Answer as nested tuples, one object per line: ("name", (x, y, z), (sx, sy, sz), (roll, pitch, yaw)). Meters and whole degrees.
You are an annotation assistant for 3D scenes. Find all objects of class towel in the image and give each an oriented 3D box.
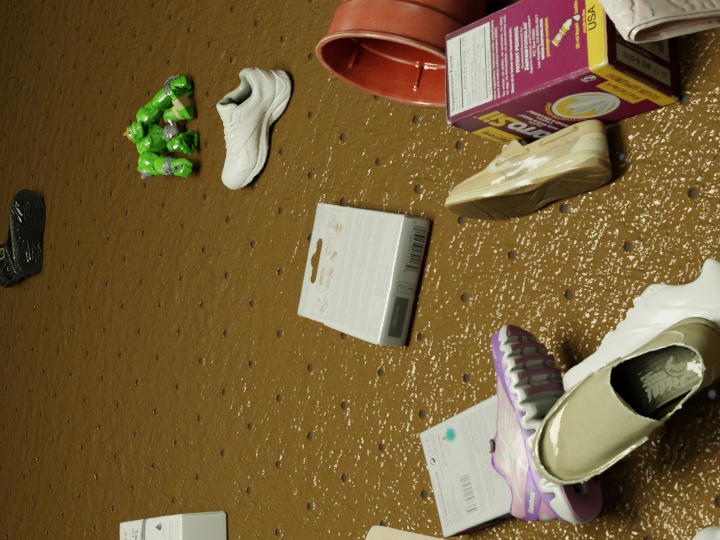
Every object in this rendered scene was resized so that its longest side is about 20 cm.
("towel", (0.274, -0.287, 0.810), (0.032, 0.189, 0.201), (103, 151, -53))

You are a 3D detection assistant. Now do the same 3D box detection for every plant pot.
("plant pot", (0.068, -0.322, 1.061), (0.200, 0.200, 0.197), (7, 80, 50))

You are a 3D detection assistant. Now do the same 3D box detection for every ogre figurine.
("ogre figurine", (-0.349, -0.242, 1.606), (0.119, 0.098, 0.202), (-21, 81, 27))

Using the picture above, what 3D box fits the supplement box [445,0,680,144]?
("supplement box", (0.199, -0.206, 0.915), (0.199, 0.130, 0.104), (-13, 73, 49))

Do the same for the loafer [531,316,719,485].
("loafer", (0.218, 0.110, 0.760), (0.200, 0.068, 0.076), (-46, 69, 20))

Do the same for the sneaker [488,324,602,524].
("sneaker", (0.157, 0.154, 0.877), (0.088, 0.080, 0.202), (-35, 60, 41))

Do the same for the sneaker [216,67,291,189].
("sneaker", (-0.188, -0.225, 1.400), (0.078, 0.099, 0.202), (37, 110, 47))

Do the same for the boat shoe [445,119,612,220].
("boat shoe", (0.178, -0.105, 0.973), (0.199, 0.071, 0.065), (-15, 65, 39))

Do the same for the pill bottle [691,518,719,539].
("pill bottle", (0.294, 0.280, 0.717), (0.114, 0.113, 0.201), (44, 115, 45))

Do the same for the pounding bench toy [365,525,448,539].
("pounding bench toy", (0.034, 0.315, 0.808), (0.199, 0.156, 0.125), (-1, 50, 38))

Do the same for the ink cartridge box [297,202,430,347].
("ink cartridge box", (0.000, 0.000, 1.182), (0.199, 0.057, 0.164), (15, 94, 59))

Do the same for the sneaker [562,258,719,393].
("sneaker", (0.271, 0.064, 0.832), (0.199, 0.074, 0.088), (-33, 51, 31))

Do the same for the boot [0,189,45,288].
("boot", (-0.813, -0.073, 2.127), (0.157, 0.079, 0.214), (-15, 72, 47))

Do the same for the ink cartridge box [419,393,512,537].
("ink cartridge box", (0.152, 0.196, 0.959), (0.200, 0.042, 0.120), (-38, 55, 41))

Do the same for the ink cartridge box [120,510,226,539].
("ink cartridge box", (-0.293, 0.456, 1.400), (0.199, 0.083, 0.147), (-22, 67, 46))
